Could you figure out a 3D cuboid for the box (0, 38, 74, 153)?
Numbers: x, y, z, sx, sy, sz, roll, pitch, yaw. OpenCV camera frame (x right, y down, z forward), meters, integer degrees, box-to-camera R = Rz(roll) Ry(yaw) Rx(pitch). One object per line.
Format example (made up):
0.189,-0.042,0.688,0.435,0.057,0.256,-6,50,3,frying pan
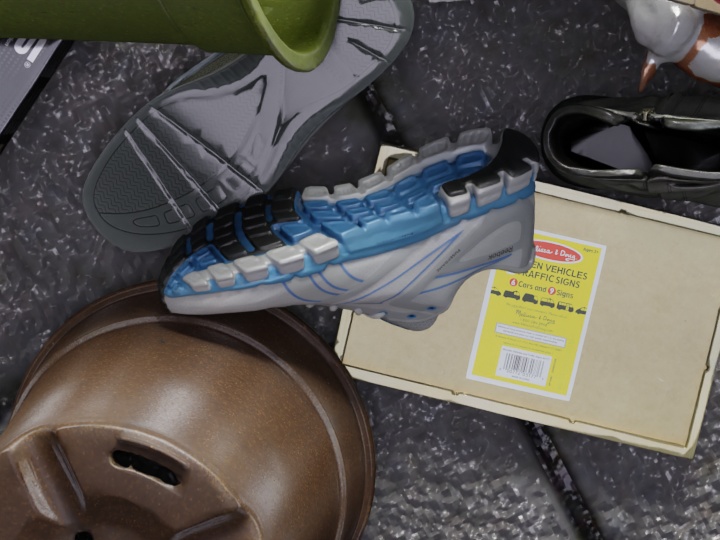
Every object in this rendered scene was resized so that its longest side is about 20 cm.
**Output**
-0.242,-0.126,1.010,0.160,0.044,0.200,35,94,-2,box

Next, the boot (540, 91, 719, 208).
0.187,-0.056,0.969,0.200,0.131,0.068,1,96,1,boot

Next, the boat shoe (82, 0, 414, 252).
-0.056,-0.084,1.008,0.202,0.065,0.074,-42,96,8,boat shoe

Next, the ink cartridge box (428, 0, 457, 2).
0.096,-0.245,0.996,0.145,0.048,0.200,-5,110,1,ink cartridge box

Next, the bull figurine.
0.215,-0.119,0.963,0.200,0.121,0.065,9,116,-2,bull figurine

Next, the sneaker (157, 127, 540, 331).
0.000,0.000,0.974,0.200,0.075,0.087,-15,122,-5,sneaker

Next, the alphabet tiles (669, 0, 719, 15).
0.124,-0.226,0.862,0.167,0.008,0.200,11,87,-31,alphabet tiles

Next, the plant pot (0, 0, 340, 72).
-0.126,-0.179,0.901,0.190,0.200,0.200,-6,95,14,plant pot

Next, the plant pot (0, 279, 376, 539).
-0.101,0.119,0.942,0.200,0.198,0.200,1,100,6,plant pot

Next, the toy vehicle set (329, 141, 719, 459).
0.093,0.016,1.028,0.200,0.027,0.124,14,95,-1,toy vehicle set
